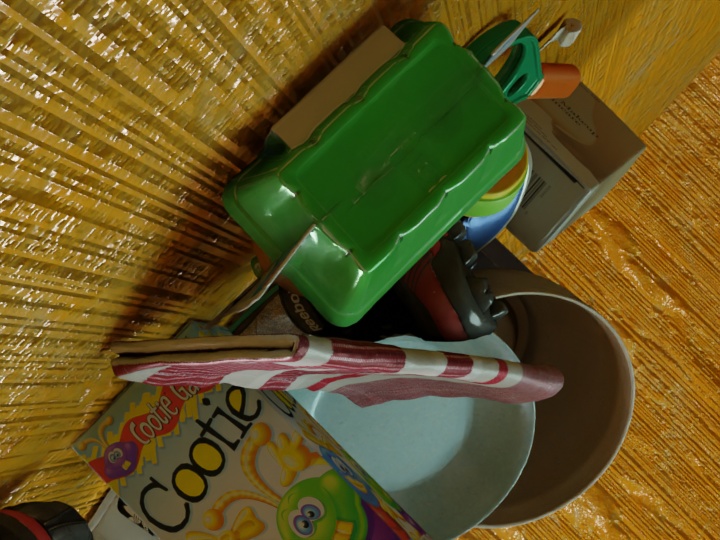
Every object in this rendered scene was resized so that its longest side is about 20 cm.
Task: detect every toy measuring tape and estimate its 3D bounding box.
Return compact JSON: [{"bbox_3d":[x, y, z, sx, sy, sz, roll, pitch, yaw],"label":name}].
[{"bbox_3d":[0.107,-0.097,1.184,0.200,0.074,0.074,-43,173,-23],"label":"toy measuring tape"}]

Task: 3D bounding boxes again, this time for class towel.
[{"bbox_3d":[-0.010,0.053,0.864,0.143,0.023,0.199,-6,169,43],"label":"towel"}]

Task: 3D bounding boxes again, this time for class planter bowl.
[{"bbox_3d":[0.100,0.081,1.324,0.200,0.200,0.135,-47,-154,9],"label":"planter bowl"}]

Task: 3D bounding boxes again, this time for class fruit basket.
[{"bbox_3d":[-0.005,-0.046,0.822,0.185,0.094,0.200,-44,-171,-13],"label":"fruit basket"}]

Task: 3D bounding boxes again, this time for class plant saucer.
[{"bbox_3d":[0.027,0.113,1.222,0.201,0.201,0.039,-47,-154,8],"label":"plant saucer"}]

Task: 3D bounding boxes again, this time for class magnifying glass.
[{"bbox_3d":[0.100,-0.124,1.085,0.080,0.022,0.200,-52,162,21],"label":"magnifying glass"}]

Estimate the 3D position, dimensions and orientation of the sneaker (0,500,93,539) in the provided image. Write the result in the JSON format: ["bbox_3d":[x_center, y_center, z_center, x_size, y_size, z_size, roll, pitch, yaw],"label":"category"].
[{"bbox_3d":[-0.215,0.200,0.940,0.201,0.071,0.098,-51,170,24],"label":"sneaker"}]

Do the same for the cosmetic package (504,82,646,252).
[{"bbox_3d":[0.153,-0.093,1.352,0.071,0.105,0.200,-49,174,25],"label":"cosmetic package"}]

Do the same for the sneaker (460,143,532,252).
[{"bbox_3d":[0.045,-0.018,1.227,0.200,0.077,0.111,-42,-175,23],"label":"sneaker"}]

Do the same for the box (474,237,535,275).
[{"bbox_3d":[0.099,0.059,1.492,0.132,0.200,0.115,-44,172,-19],"label":"box"}]

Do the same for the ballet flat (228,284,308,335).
[{"bbox_3d":[0.000,0.000,1.104,0.200,0.067,0.068,-46,174,-5],"label":"ballet flat"}]

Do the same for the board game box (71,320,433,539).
[{"bbox_3d":[-0.055,0.137,0.995,0.103,0.200,0.105,-46,173,2],"label":"board game box"}]

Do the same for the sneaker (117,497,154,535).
[{"bbox_3d":[-0.104,0.106,1.136,0.200,0.079,0.072,-71,180,-57],"label":"sneaker"}]

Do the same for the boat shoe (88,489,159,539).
[{"bbox_3d":[-0.158,0.186,1.236,0.201,0.072,0.061,-41,177,27],"label":"boat shoe"}]

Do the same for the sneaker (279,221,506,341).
[{"bbox_3d":[0.010,0.008,0.928,0.097,0.071,0.200,-30,-160,-10],"label":"sneaker"}]
